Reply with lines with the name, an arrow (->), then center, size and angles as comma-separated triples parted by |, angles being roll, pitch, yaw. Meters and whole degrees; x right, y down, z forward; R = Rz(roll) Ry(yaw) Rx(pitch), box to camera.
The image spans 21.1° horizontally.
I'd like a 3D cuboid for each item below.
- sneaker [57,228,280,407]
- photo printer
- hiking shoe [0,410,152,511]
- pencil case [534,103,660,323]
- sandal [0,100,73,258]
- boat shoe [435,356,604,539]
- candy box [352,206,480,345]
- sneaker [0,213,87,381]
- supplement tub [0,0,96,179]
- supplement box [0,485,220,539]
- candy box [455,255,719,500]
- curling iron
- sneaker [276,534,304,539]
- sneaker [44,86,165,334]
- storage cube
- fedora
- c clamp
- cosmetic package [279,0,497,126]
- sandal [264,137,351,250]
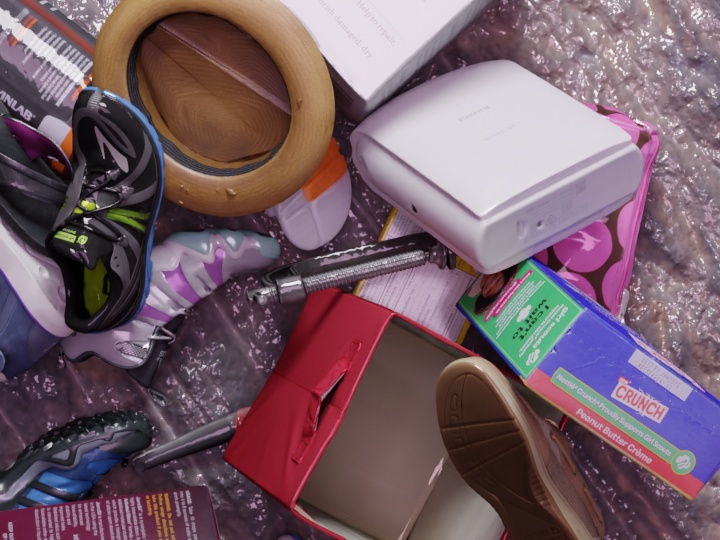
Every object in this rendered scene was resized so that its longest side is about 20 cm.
sneaker -> -0.158, 0.041, 1.594 | 0.198, 0.078, 0.141 | -7, 90, 6
photo printer -> 0.099, -0.092, 1.531 | 0.166, 0.200, 0.070 | -26, 130, -22
hiking shoe -> -0.252, 0.183, 1.587 | 0.199, 0.074, 0.087 | -26, 100, 4
pencil case -> 0.193, -0.037, 1.608 | 0.093, 0.091, 0.201 | 10, 89, 32
sandal -> -0.269, -0.088, 1.511 | 0.048, 0.075, 0.201 | -24, 113, 35
boat shoe -> 0.120, 0.141, 1.436 | 0.071, 0.065, 0.201 | -14, 114, 35
candy box -> 0.078, -0.044, 1.630 | 0.102, 0.026, 0.201 | 26, 86, 1
sneaker -> -0.323, -0.003, 1.559 | 0.146, 0.081, 0.201 | -31, 93, 27
supplement tub -> -0.246, -0.146, 1.576 | 0.200, 0.107, 0.107 | 37, 86, -1
supplement box -> -0.211, 0.249, 1.537 | 0.199, 0.086, 0.111 | -6, 131, -10
candy box -> 0.178, 0.072, 1.464 | 0.169, 0.200, 0.077 | 36, 94, -18
curling iron -> -0.093, 0.136, 1.613 | 0.199, 0.026, 0.050 | -14, 87, -3
sneaker -> 0.017, 0.270, 1.599 | 0.199, 0.076, 0.077 | 31, 69, -5
sneaker -> -0.199, -0.041, 1.489 | 0.070, 0.083, 0.201 | 14, 113, 22
storage cube -> 0.024, 0.132, 1.522 | 0.199, 0.180, 0.172 | 29, 86, -23
fedora -> -0.110, -0.144, 1.520 | 0.199, 0.082, 0.202 | 3, 108, 9
c clamp -> 0.000, 0.000, 1.528 | 0.199, 0.171, 0.027 | -15, 97, -12
cosmetic package -> 0.019, -0.250, 1.565 | 0.200, 0.167, 0.166 | -43, 89, -5
sandal -> -0.073, -0.117, 1.608 | 0.079, 0.059, 0.208 | -26, 98, -32
